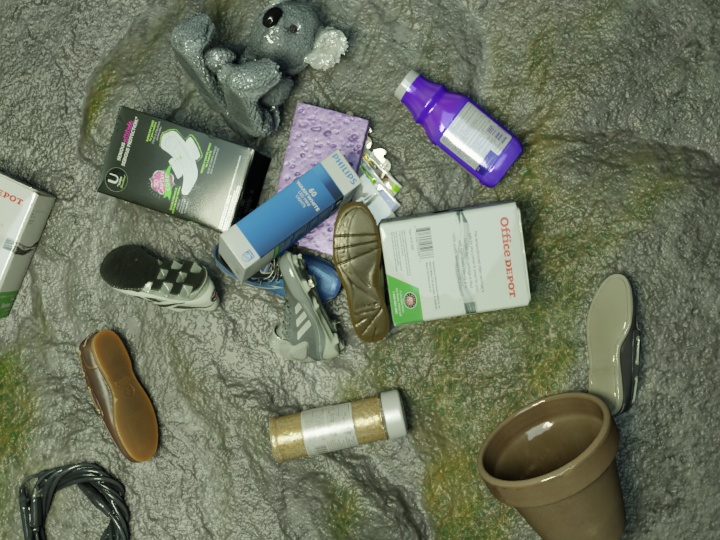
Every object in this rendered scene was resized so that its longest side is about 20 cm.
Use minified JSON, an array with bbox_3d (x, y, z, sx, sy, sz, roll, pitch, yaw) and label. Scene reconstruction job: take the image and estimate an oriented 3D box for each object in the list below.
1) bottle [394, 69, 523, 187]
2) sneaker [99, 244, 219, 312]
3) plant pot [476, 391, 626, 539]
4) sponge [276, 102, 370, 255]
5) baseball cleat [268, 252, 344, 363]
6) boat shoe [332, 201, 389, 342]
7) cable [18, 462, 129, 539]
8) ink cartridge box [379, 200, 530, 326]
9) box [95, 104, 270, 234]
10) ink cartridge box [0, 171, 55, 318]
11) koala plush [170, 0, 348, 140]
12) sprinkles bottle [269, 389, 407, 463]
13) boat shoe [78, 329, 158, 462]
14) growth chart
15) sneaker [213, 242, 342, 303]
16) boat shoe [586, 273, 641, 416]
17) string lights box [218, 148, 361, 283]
[{"bbox_3d":[0.138,-0.209,1.340,0.199,0.065,0.084,39,92,2],"label":"bottle"},{"bbox_3d":[-0.294,0.023,1.366,0.197,0.089,0.075,16,65,26],"label":"sneaker"},{"bbox_3d":[0.284,0.299,1.290,0.198,0.201,0.177,-27,106,3],"label":"plant pot"},{"bbox_3d":[-0.061,-0.132,1.354,0.109,0.030,0.204,14,90,4],"label":"sponge"},{"bbox_3d":[-0.093,0.065,1.313,0.105,0.070,0.202,-19,127,8],"label":"baseball cleat"},{"bbox_3d":[0.000,0.000,1.338,0.072,0.065,0.204,-7,100,0],"label":"boat shoe"},{"bbox_3d":[-0.423,0.391,1.392,0.160,0.051,0.204,-10,88,-2],"label":"cable"},{"bbox_3d":[0.133,-0.013,1.327,0.196,0.083,0.150,-8,98,3],"label":"ink cartridge box"},{"bbox_3d":[-0.246,-0.138,1.320,0.197,0.149,0.126,19,93,2],"label":"box"},{"bbox_3d":[-0.559,-0.050,1.371,0.144,0.084,0.203,24,92,2],"label":"ink cartridge box"},{"bbox_3d":[-0.131,-0.305,1.320,0.176,0.184,0.200,36,75,24],"label":"koala plush"},{"bbox_3d":[-0.032,0.227,1.352,0.196,0.068,0.070,-13,90,3],"label":"sprinkles bottle"},{"bbox_3d":[-0.360,0.188,1.377,0.070,0.070,0.203,-22,86,41],"label":"boat shoe"},{"bbox_3d":[-0.011,-0.119,1.373,0.143,0.018,0.202,-32,89,3],"label":"growth chart"},{"bbox_3d":[-0.122,0.003,1.345,0.196,0.089,0.080,14,92,1],"label":"sneaker"},{"bbox_3d":[0.372,0.109,1.345,0.062,0.072,0.204,9,85,-40],"label":"boat shoe"},{"bbox_3d":[-0.097,-0.072,1.264,0.199,0.103,0.059,-38,87,-15],"label":"string lights box"}]
